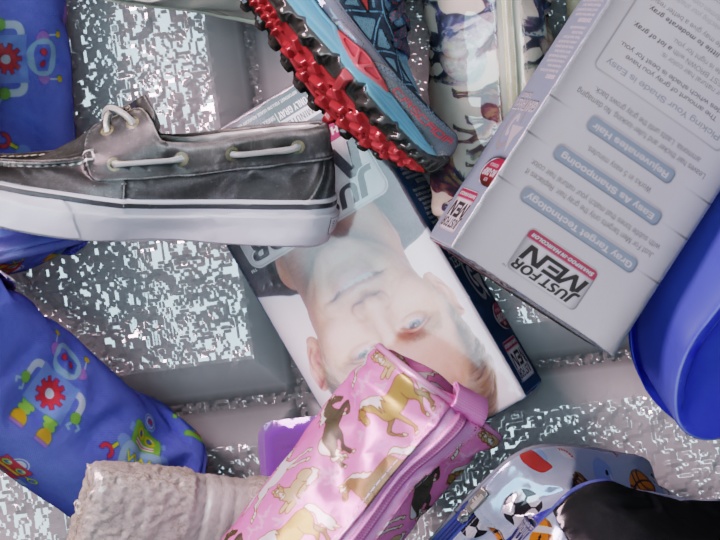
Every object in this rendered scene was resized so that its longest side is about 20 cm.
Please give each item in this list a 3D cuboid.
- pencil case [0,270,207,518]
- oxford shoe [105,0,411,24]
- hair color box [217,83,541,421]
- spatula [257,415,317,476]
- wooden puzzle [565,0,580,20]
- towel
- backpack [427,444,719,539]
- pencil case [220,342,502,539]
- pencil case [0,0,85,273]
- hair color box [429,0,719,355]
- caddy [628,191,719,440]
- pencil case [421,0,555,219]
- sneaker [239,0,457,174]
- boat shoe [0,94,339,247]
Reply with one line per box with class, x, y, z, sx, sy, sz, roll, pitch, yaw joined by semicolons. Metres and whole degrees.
pencil case;-0.165;0.065;1.357;0.200;0.078;0.087;41;64;-31
oxford shoe;-0.055;-0.162;1.352;0.199;0.058;0.076;1;88;-10
hair color box;0.000;0.000;1.374;0.100;0.061;0.200;-31;89;12
spatula;-0.016;0.178;1.410;0.056;0.021;0.201;-8;94;18
wooden puzzle;0.199;-0.123;1.340;0.184;0.037;0.201;-6;98;11
towel;-0.103;0.188;1.370;0.132;0.035;0.201;7;119;-22
backpack;0.101;0.185;1.309;0.191;0.200;0.154;-52;53;18
pencil case;-0.018;0.130;1.293;0.086;0.083;0.200;35;84;28
pencil case;-0.187;-0.099;1.388;0.087;0.078;0.201;-7;92;-20
hair color box;0.131;-0.071;1.279;0.099;0.061;0.200;33;89;-11
caddy;0.223;0.011;1.301;0.141;0.105;0.200;29;110;-21
pencil case;0.067;-0.121;1.335;0.077;0.089;0.201;-5;96;-1
sneaker;-0.004;-0.141;1.291;0.095;0.079;0.200;-38;95;-12
boat shoe;-0.109;-0.053;1.316;0.199;0.072;0.071;1;100;-8
